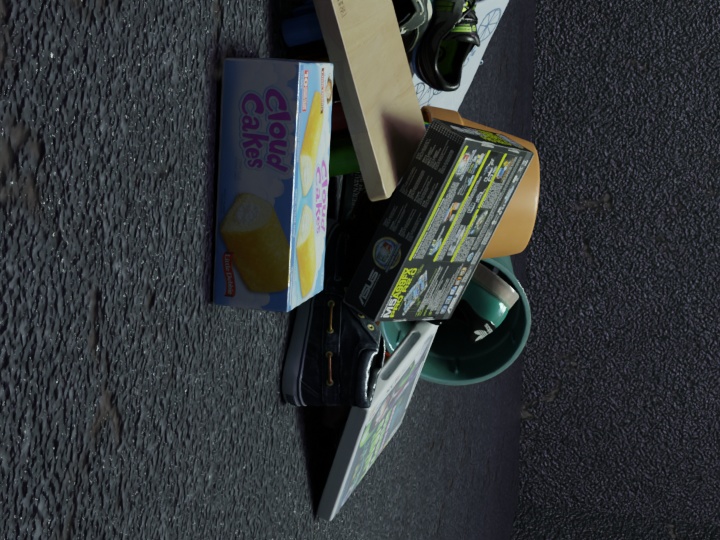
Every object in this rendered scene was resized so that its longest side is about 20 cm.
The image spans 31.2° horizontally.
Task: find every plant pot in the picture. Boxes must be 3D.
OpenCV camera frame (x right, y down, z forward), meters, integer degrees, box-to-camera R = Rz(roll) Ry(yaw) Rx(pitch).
[{"bbox_3d":[0.129,0.022,1.760,0.196,0.200,0.201,-79,169,-64],"label":"plant pot"},{"bbox_3d":[0.135,-0.095,1.572,0.200,0.140,0.201,-175,-90,-84],"label":"plant pot"}]

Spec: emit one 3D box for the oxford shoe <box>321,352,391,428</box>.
[{"bbox_3d":[-0.007,0.128,1.469,0.073,0.071,0.200,-66,168,12],"label":"oxford shoe"}]

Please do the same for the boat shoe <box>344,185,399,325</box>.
[{"bbox_3d":[0.000,0.000,1.394,0.070,0.070,0.200,29,84,-60],"label":"boat shoe"}]

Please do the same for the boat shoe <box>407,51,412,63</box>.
[{"bbox_3d":[0.076,-0.343,1.612,0.074,0.069,0.200,-62,154,-61],"label":"boat shoe"}]

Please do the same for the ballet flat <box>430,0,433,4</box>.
[{"bbox_3d":[0.063,-0.348,1.507,0.200,0.069,0.071,61,17,-68],"label":"ballet flat"}]

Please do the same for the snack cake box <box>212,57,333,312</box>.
[{"bbox_3d":[-0.071,-0.075,1.069,0.115,0.067,0.201,-32,126,-73],"label":"snack cake box"}]

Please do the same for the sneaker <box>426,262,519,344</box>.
[{"bbox_3d":[0.074,0.008,1.414,0.080,0.200,0.071,-52,145,-8],"label":"sneaker"}]

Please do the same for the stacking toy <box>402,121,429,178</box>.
[{"bbox_3d":[0.056,-0.136,1.407,0.200,0.085,0.086,38,-43,48],"label":"stacking toy"}]

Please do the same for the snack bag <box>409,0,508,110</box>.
[{"bbox_3d":[0.105,-0.255,1.615,0.188,0.021,0.200,-31,151,-50],"label":"snack bag"}]

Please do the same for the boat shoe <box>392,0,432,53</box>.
[{"bbox_3d":[0.037,-0.288,1.384,0.068,0.072,0.200,-62,173,-20],"label":"boat shoe"}]

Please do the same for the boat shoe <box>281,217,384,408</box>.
[{"bbox_3d":[-0.016,0.045,1.303,0.071,0.091,0.201,64,33,-66],"label":"boat shoe"}]

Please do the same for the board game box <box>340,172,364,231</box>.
[{"bbox_3d":[0.001,-0.023,1.494,0.135,0.028,0.201,34,62,-75],"label":"board game box"}]

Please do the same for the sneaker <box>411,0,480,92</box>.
[{"bbox_3d":[0.112,-0.293,1.446,0.083,0.071,0.200,50,-42,46],"label":"sneaker"}]

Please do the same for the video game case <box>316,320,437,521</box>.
[{"bbox_3d":[0.021,0.161,1.441,0.182,0.023,0.200,-48,162,-45],"label":"video game case"}]

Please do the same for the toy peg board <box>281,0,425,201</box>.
[{"bbox_3d":[-0.023,-0.184,1.238,0.200,0.098,0.200,-59,136,-64],"label":"toy peg board"}]

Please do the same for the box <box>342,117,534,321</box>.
[{"bbox_3d":[0.080,-0.045,1.276,0.160,0.044,0.200,1,119,-58],"label":"box"}]
